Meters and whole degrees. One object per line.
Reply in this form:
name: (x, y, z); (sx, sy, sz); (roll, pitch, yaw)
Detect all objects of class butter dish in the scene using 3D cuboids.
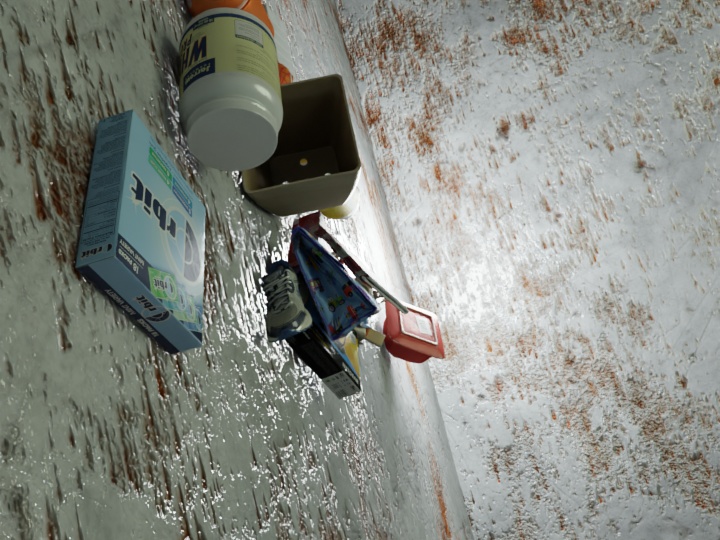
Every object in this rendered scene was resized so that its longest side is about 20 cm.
butter dish: (0.138, 0.209, 2.173); (0.199, 0.148, 0.200); (21, 35, -20)

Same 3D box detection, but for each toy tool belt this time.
toy tool belt: (-0.013, 0.061, 1.462); (0.125, 0.122, 0.201); (106, -16, -69)

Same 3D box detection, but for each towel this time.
towel: (0.000, 0.000, 1.332); (0.144, 0.023, 0.200); (40, 4, -42)

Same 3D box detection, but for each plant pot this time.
plant pot: (-0.107, -0.205, 1.289); (0.177, 0.199, 0.201); (79, -1, -68)

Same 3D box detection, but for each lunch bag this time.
lunch bag: (-0.060, 0.012, 1.213); (0.200, 0.094, 0.151); (55, 2, 5)

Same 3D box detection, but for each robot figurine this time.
robot figurine: (-0.219, -0.429, 1.194); (0.144, 0.116, 0.200); (-58, 150, -18)

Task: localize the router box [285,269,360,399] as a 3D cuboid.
router box: (-0.070, 0.114, 1.279); (0.200, 0.051, 0.150); (54, 20, -38)

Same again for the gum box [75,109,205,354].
gum box: (-0.223, -0.040, 0.757); (0.170, 0.044, 0.201); (63, 16, -51)

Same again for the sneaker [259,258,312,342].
sneaker: (-0.127, 0.043, 1.121); (0.200, 0.077, 0.085); (-107, 173, -67)

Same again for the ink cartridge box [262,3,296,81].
ink cartridge box: (-0.198, -0.497, 1.658); (0.160, 0.047, 0.201); (-25, 105, -81)

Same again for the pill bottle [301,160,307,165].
pill bottle: (-0.112, -0.275, 1.535); (0.112, 0.112, 0.201); (-60, 139, -77)

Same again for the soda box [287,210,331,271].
soda box: (-0.099, -0.035, 1.398); (0.200, 0.063, 0.070); (-89, 159, -58)

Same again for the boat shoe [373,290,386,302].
boat shoe: (0.035, 0.061, 1.987); (0.200, 0.070, 0.071); (11, 68, -79)

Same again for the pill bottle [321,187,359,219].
pill bottle: (-0.065, -0.186, 1.692); (0.200, 0.111, 0.113); (43, 32, -72)

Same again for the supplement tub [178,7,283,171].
supplement tub: (-0.186, -0.258, 1.018); (0.145, 0.144, 0.201); (60, 17, -55)

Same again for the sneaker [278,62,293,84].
sneaker: (-0.185, -0.391, 1.471); (0.077, 0.073, 0.200); (50, 18, -35)
